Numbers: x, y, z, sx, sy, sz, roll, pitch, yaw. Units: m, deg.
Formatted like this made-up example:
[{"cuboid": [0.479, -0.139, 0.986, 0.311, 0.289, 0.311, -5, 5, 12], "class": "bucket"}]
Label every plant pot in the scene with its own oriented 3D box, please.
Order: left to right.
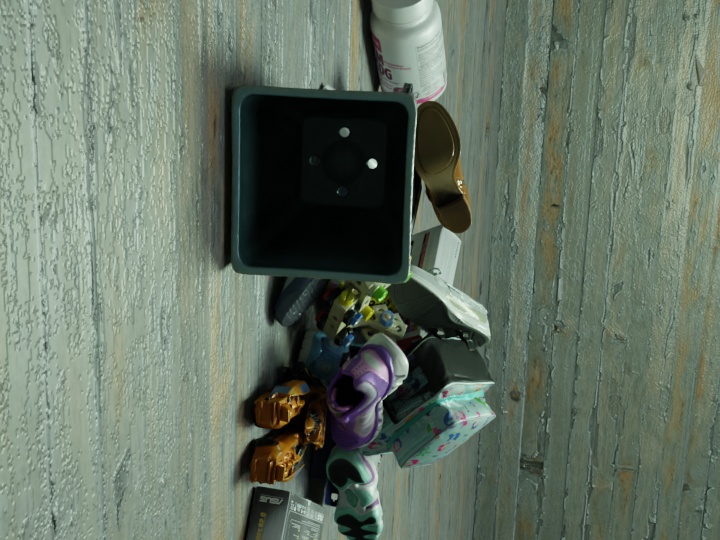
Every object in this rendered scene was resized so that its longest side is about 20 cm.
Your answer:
[{"cuboid": [-0.029, -0.111, 1.167, 0.200, 0.192, 0.200, -63, 156, -75], "class": "plant pot"}]

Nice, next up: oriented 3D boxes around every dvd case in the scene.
[{"cuboid": [0.065, -0.144, 1.496, 0.202, 0.016, 0.150, 80, 18, -46], "class": "dvd case"}]

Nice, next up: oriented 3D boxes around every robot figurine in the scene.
[{"cuboid": [-0.086, 0.196, 1.298, 0.200, 0.057, 0.148, -14, 110, -75], "class": "robot figurine"}]

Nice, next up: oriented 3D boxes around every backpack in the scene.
[{"cuboid": [0.079, 0.191, 1.446, 0.176, 0.199, 0.153, 7, 55, -57], "class": "backpack"}]

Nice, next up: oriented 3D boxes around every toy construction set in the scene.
[{"cuboid": [0.010, 0.032, 1.355, 0.131, 0.091, 0.202, -43, 152, -30], "class": "toy construction set"}]

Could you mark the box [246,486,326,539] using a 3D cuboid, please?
[{"cuboid": [-0.100, 0.372, 1.331, 0.200, 0.047, 0.161, 55, 43, -69], "class": "box"}]

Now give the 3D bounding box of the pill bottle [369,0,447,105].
[{"cuboid": [0.074, -0.365, 1.624, 0.201, 0.111, 0.115, 76, 24, -52], "class": "pill bottle"}]

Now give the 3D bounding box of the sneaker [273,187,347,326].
[{"cuboid": [-0.066, -0.026, 1.307, 0.201, 0.081, 0.070, -56, 168, -18], "class": "sneaker"}]

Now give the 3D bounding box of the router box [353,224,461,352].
[{"cuboid": [0.058, 0.043, 1.590, 0.049, 0.178, 0.203, 38, 52, -32], "class": "router box"}]

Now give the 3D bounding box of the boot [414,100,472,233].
[{"cuboid": [0.115, -0.156, 1.546, 0.155, 0.072, 0.204, -92, 168, -77], "class": "boot"}]

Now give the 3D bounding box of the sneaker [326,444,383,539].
[{"cuboid": [0.008, 0.302, 1.551, 0.141, 0.076, 0.203, -66, 157, -49], "class": "sneaker"}]

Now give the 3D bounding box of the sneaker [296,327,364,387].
[{"cuboid": [-0.014, 0.137, 1.449, 0.199, 0.089, 0.080, 23, 82, -65], "class": "sneaker"}]

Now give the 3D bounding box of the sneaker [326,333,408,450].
[{"cuboid": [-0.011, 0.168, 1.331, 0.088, 0.080, 0.202, -30, 153, -39], "class": "sneaker"}]

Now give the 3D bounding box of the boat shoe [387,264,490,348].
[{"cuboid": [0.113, 0.043, 1.466, 0.201, 0.074, 0.066, 32, 48, -33], "class": "boat shoe"}]

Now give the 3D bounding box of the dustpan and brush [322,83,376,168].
[{"cuboid": [-0.003, -0.138, 1.392, 0.139, 0.057, 0.202, 30, 32, -48], "class": "dustpan and brush"}]

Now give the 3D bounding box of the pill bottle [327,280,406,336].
[{"cuboid": [0.000, 0.000, 1.455, 0.201, 0.102, 0.106, 63, 34, -48], "class": "pill bottle"}]

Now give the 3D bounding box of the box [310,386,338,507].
[{"cuboid": [-0.039, 0.253, 1.567, 0.121, 0.032, 0.204, 50, 46, -71], "class": "box"}]
